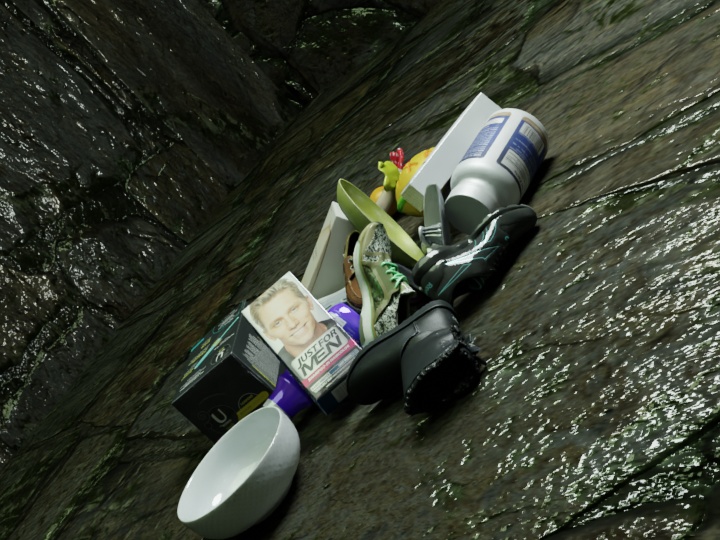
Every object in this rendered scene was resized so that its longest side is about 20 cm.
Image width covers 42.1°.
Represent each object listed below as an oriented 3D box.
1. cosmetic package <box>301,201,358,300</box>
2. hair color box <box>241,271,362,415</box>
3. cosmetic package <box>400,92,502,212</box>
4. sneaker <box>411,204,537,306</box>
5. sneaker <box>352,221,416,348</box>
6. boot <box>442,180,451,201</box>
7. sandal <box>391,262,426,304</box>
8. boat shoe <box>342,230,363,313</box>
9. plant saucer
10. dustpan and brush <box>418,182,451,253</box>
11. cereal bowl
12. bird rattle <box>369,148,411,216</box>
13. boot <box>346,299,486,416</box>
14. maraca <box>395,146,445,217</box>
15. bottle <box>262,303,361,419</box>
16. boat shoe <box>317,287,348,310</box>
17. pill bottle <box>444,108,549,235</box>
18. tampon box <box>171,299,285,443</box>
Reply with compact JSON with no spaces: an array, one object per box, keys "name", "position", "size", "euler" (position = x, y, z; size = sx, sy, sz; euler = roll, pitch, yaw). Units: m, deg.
[{"name":"cosmetic package","position":[-0.050,-0.007,1.643],"size":[0.104,0.073,0.201],"euler":[-108,38,-72]},{"name":"hair color box","position":[-0.078,0.104,1.378],"size":[0.100,0.061,0.200],"euler":[-40,57,-9]},{"name":"cosmetic package","position":[0.148,-0.195,1.544],"size":[0.200,0.051,0.083],"euler":[-52,3,-13]},{"name":"sneaker","position":[0.171,-0.016,1.302],"size":[0.199,0.076,0.079],"euler":[-33,58,-8]},{"name":"sneaker","position":[0.047,0.025,1.353],"size":[0.088,0.202,0.077],"euler":[-13,-13,37]},{"name":"boot","position":[0.203,-0.158,1.585],"size":[0.200,0.073,0.076],"euler":[-49,-7,-17]},{"name":"sandal","position":[0.073,0.025,1.416],"size":[0.048,0.075,0.200],"euler":[-62,16,2]},{"name":"boat shoe","position":[0.000,0.000,1.490],"size":[0.071,0.068,0.200],"euler":[-18,26,-1]},{"name":"plant saucer","position":[0.029,-0.069,1.517],"size":[0.031,0.200,0.200],"euler":[-46,16,10]},{"name":"dustpan and brush","position":[0.113,-0.050,1.475],"size":[0.057,0.141,0.200],"euler":[-7,-8,11]},{"name":"cereal bowl","position":[-0.154,0.289,1.290],"size":[0.200,0.083,0.200],"euler":[-41,16,14]},{"name":"bird rattle","position":[0.055,-0.163,1.876],"size":[0.164,0.112,0.200],"euler":[-58,11,11]},{"name":"boot","position":[0.064,0.130,1.182],"size":[0.198,0.073,0.163],"euler":[-41,20,11]},{"name":"maraca","position":[0.143,-0.169,1.648],"size":[0.200,0.107,0.137],"euler":[-39,-9,-5]},{"name":"bottle","position":[-0.067,0.146,1.428],"size":[0.200,0.083,0.065],"euler":[-50,-17,-15]},{"name":"boat shoe","position":[-0.046,0.081,1.561],"size":[0.200,0.070,0.072],"euler":[-34,16,24]},{"name":"pill bottle","position":[0.206,-0.148,1.439],"size":[0.111,0.111,0.200],"euler":[-23,26,51]},{"name":"tampon box","position":[-0.220,0.179,1.638],"size":[0.150,0.126,0.200],"euler":[-40,18,16]}]
